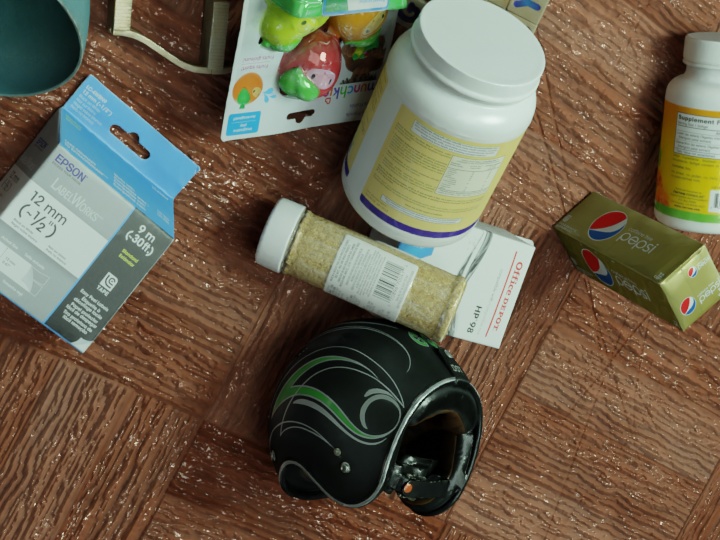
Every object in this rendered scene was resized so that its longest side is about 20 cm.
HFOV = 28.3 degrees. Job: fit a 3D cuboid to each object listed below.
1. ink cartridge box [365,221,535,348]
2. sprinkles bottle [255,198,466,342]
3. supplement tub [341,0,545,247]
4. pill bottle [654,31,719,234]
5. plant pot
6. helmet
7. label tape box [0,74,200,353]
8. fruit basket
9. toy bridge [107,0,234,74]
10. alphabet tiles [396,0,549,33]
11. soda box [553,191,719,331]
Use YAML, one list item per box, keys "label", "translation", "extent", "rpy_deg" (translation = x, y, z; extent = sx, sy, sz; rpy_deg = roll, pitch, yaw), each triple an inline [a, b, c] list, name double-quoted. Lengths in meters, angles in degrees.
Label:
- label: "ink cartridge box"
  translation: [0.101, 0.005, 1.473]
  extent: [0.198, 0.067, 0.117]
  rpy_deg: [15, 99, -29]
- label: "sprinkles bottle"
  translation: [0.000, 0.000, 1.367]
  extent: [0.198, 0.068, 0.069]
  rpy_deg: [24, 96, 2]
- label: "supplement tub"
  translation: [0.076, -0.137, 1.329]
  extent: [0.144, 0.146, 0.201]
  rpy_deg: [0, 138, -26]
- label: "pill bottle"
  translation: [0.380, -0.149, 1.537]
  extent: [0.110, 0.111, 0.203]
  rpy_deg: [-6, 109, -25]
- label: "plant pot"
  translation: [-0.300, -0.253, 1.135]
  extent: [0.199, 0.199, 0.136]
  rpy_deg: [29, 58, -31]
- label: "helmet"
  translation: [0.005, 0.146, 1.400]
  extent: [0.199, 0.189, 0.203]
  rpy_deg: [-23, 124, -40]
- label: "label tape box"
  translation: [-0.247, -0.050, 1.282]
  extent: [0.143, 0.066, 0.201]
  rpy_deg: [41, 88, -31]
- label: "fruit basket"
  translation: [-0.032, -0.213, 1.287]
  extent: [0.184, 0.093, 0.202]
  rpy_deg: [-12, 124, -38]
- label: "toy bridge"
  translation: [-0.133, -0.215, 1.307]
  extent: [0.197, 0.027, 0.068]
  rpy_deg: [-1, 109, -26]
- label: "alphabet tiles"
  translation: [0.101, -0.288, 1.303]
  extent: [0.166, 0.008, 0.201]
  rpy_deg: [28, 132, 3]
- label: "soda box"
  translation: [0.287, -0.013, 1.483]
  extent: [0.064, 0.200, 0.068]
  rpy_deg: [-39, 120, -9]
